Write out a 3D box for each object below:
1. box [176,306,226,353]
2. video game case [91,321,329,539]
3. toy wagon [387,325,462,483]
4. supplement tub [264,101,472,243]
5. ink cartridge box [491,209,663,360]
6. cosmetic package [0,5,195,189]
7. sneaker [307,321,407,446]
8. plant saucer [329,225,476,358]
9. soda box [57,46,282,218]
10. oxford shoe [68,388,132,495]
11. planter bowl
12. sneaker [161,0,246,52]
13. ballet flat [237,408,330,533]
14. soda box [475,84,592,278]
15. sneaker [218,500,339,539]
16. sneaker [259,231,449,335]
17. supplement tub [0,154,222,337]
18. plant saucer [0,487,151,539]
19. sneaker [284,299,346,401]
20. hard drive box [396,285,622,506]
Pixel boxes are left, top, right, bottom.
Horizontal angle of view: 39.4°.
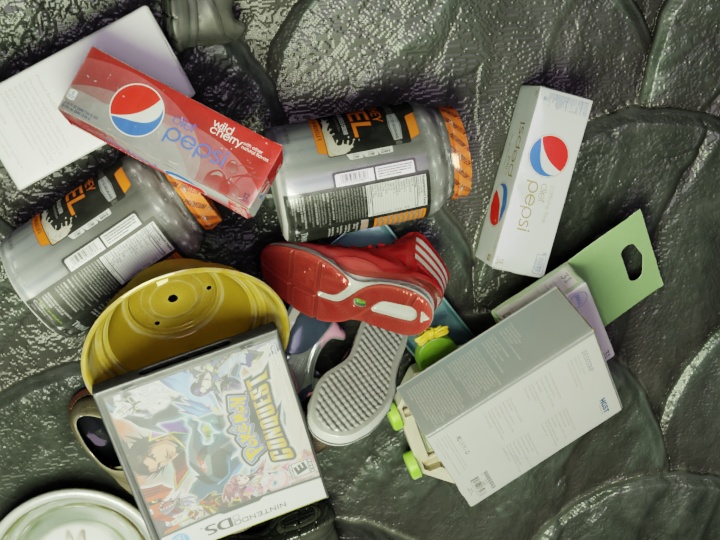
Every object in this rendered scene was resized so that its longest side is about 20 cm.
[{"bbox_3d":[-0.171,0.150,1.055,0.119,0.041,0.201,-19,84,11],"label":"box"},{"bbox_3d":[-0.140,0.169,0.976,0.180,0.026,0.201,-19,115,-9],"label":"video game case"},{"bbox_3d":[0.106,0.145,1.138,0.155,0.040,0.201,-22,112,-5],"label":"toy wagon"},{"bbox_3d":[0.007,-0.105,1.041,0.199,0.123,0.123,-12,103,-8],"label":"supplement tub"},{"bbox_3d":[0.255,0.043,1.120,0.200,0.048,0.146,-33,135,0],"label":"ink cartridge box"},{"bbox_3d":[-0.275,-0.173,1.004,0.199,0.074,0.102,-28,104,-5],"label":"cosmetic package"},{"bbox_3d":[-0.001,0.130,1.055,0.078,0.200,0.080,24,127,10],"label":"sneaker"},{"bbox_3d":[0.048,0.027,1.129,0.070,0.019,0.200,-39,104,0],"label":"plant saucer"},{"bbox_3d":[-0.173,-0.126,0.936,0.199,0.063,0.070,28,82,-1],"label":"soda box"},{"bbox_3d":[-0.241,0.215,1.087,0.200,0.075,0.070,44,92,-15],"label":"oxford shoe"},{"bbox_3d":[-0.176,0.050,0.976,0.199,0.084,0.201,-14,134,-15],"label":"planter bowl"},{"bbox_3d":[-0.155,-0.322,1.002,0.090,0.076,0.201,-6,109,-19],"label":"sneaker"},{"bbox_3d":[-0.099,0.215,1.100,0.200,0.067,0.046,-42,146,14],"label":"ballet flat"},{"bbox_3d":[0.188,-0.098,1.101,0.063,0.068,0.201,13,99,-13],"label":"soda box"},{"bbox_3d":[-0.112,0.337,1.131,0.199,0.076,0.091,-20,114,-1],"label":"sneaker"},{"bbox_3d":[0.000,0.000,1.078,0.199,0.116,0.079,21,126,15],"label":"sneaker"},{"bbox_3d":[-0.247,-0.034,1.011,0.200,0.123,0.123,-35,105,-2],"label":"supplement tub"},{"bbox_3d":[-0.314,0.328,1.110,0.199,0.050,0.201,-2,101,-10],"label":"plant saucer"},{"bbox_3d":[-0.084,0.133,1.100,0.082,0.070,0.201,25,98,-12],"label":"sneaker"},{"bbox_3d":[0.161,0.136,1.059,0.199,0.077,0.156,-31,135,-1],"label":"hard drive box"}]
